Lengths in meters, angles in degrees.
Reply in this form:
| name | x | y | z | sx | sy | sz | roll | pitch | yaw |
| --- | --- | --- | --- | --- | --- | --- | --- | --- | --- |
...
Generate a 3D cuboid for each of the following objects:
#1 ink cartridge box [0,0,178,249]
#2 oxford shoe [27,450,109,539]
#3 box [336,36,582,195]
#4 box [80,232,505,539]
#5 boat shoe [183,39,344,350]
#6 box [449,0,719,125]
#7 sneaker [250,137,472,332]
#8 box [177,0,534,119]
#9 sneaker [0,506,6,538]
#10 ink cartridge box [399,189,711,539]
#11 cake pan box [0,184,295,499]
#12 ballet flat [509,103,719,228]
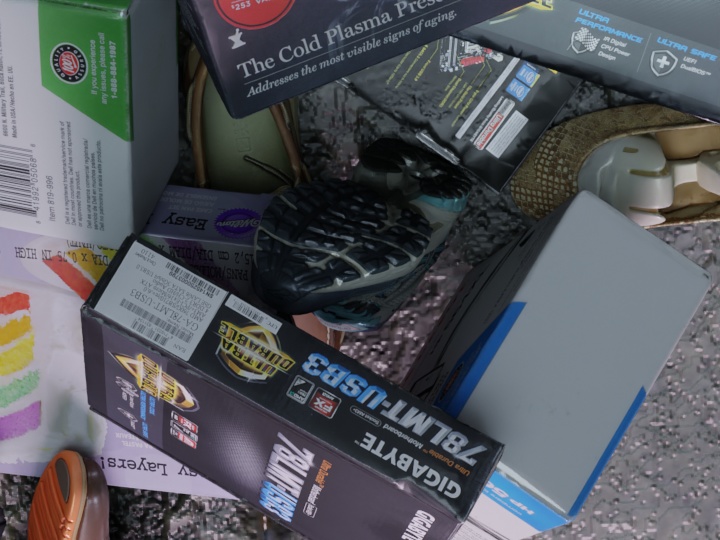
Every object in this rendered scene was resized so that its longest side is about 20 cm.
| name | x | y | z | sx | sy | sz | roll | pitch | yaw |
| --- | --- | --- | --- | --- | --- | --- | --- | --- | --- |
| ink cartridge box | -0.197 | -0.105 | 1.196 | 0.199 | 0.083 | 0.147 | 11 | 130 | 9 |
| oxford shoe | -0.148 | 0.178 | 1.351 | 0.072 | 0.071 | 0.201 | -5 | 132 | -15 |
| box | 0.066 | -0.167 | 1.260 | 0.159 | 0.049 | 0.200 | 33 | 105 | -9 |
| box | -0.039 | 0.075 | 1.153 | 0.198 | 0.200 | 0.050 | 31 | 73 | 3 |
| boat shoe | -0.058 | -0.036 | 1.291 | 0.075 | 0.074 | 0.201 | -13 | 105 | 7 |
| box | 0.136 | -0.174 | 1.206 | 0.199 | 0.046 | 0.160 | 19 | 106 | -3 |
| sneaker | 0.000 | 0.000 | 1.237 | 0.077 | 0.200 | 0.087 | 26 | 114 | 17 |
| box | -0.005 | -0.198 | 1.079 | 0.199 | 0.104 | 0.183 | -22 | 125 | -4 |
| sneaker | -0.274 | 0.079 | 1.321 | 0.199 | 0.074 | 0.088 | 26 | 97 | 14 |
| ink cartridge box | 0.080 | 0.059 | 1.225 | 0.084 | 0.200 | 0.146 | 34 | 72 | -5 |
| cake pan box | -0.129 | 0.036 | 1.289 | 0.199 | 0.052 | 0.185 | 7 | 131 | 8 |
| ballet flat | 0.178 | -0.054 | 1.277 | 0.199 | 0.065 | 0.071 | -8 | 106 | 6 |
